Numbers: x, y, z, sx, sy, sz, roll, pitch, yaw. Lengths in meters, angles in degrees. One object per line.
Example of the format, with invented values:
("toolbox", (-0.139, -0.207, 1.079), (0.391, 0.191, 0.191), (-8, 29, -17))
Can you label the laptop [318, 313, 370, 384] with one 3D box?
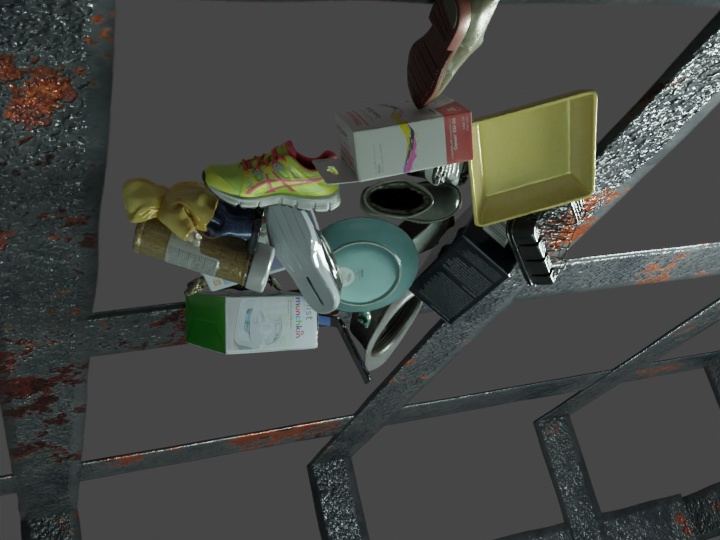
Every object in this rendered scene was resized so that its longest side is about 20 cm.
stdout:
("laptop", (-0.069, 0.149, 1.731), (0.102, 0.203, 0.177), (-27, 173, -5))

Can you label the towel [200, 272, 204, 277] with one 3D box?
("towel", (-0.219, -0.038, 1.433), (0.143, 0.031, 0.200), (-20, 157, 9))

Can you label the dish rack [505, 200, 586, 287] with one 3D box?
("dish rack", (0.314, -0.090, 1.471), (0.054, 0.202, 0.154), (7, 145, 34))

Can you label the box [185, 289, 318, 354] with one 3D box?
("box", (-0.192, 0.087, 1.548), (0.173, 0.099, 0.199), (-2, -178, -30))

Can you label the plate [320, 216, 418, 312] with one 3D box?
("plate", (0.000, 0.000, 1.458), (0.195, 0.026, 0.203), (-3, 131, -3))

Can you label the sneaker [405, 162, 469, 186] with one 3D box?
("sneaker", (0.108, -0.166, 1.310), (0.089, 0.068, 0.199), (22, -166, 19))

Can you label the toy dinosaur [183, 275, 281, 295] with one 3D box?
("toy dinosaur", (-0.194, 0.014, 1.476), (0.197, 0.049, 0.087), (1, 165, -39))

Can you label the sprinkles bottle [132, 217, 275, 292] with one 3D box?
("sprinkles bottle", (-0.223, -0.029, 1.275), (0.196, 0.070, 0.069), (17, 152, -5))

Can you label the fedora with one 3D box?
("fedora", (0.040, 0.089, 1.762), (0.176, 0.090, 0.202), (-13, 136, -61))

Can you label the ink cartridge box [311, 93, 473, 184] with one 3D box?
("ink cartridge box", (0.036, -0.173, 1.159), (0.195, 0.117, 0.069), (-12, 114, -11))

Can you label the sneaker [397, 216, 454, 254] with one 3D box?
("sneaker", (0.087, -0.044, 1.562), (0.084, 0.074, 0.199), (11, 144, -44))

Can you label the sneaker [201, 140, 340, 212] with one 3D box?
("sneaker", (-0.119, -0.139, 1.226), (0.195, 0.079, 0.092), (1, 122, -16))

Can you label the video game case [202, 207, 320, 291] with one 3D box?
("video game case", (-0.164, -0.059, 1.347), (0.195, 0.023, 0.184), (-17, 137, 1))

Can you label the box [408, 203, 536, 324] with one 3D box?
("box", (0.193, -0.026, 1.539), (0.149, 0.106, 0.200), (-54, -175, -37))

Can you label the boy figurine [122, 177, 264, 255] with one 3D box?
("boy figurine", (-0.231, -0.077, 1.219), (0.195, 0.126, 0.065), (11, 127, -10))

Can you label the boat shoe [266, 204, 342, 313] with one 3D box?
("boat shoe", (-0.083, -0.032, 1.332), (0.070, 0.071, 0.203), (-12, 118, 19))

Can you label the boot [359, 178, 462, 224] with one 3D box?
("boot", (0.082, -0.107, 1.315), (0.177, 0.075, 0.200), (-6, 177, -7))

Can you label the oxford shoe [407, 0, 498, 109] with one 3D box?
("oxford shoe", (0.111, -0.264, 1.074), (0.073, 0.072, 0.200), (-16, 164, -22))

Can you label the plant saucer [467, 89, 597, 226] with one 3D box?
("plant saucer", (0.252, -0.176, 1.334), (0.195, 0.049, 0.202), (-15, 135, 0))

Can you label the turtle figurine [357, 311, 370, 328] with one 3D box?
("turtle figurine", (-0.041, 0.026, 1.618), (0.147, 0.103, 0.200), (21, 175, 21))
